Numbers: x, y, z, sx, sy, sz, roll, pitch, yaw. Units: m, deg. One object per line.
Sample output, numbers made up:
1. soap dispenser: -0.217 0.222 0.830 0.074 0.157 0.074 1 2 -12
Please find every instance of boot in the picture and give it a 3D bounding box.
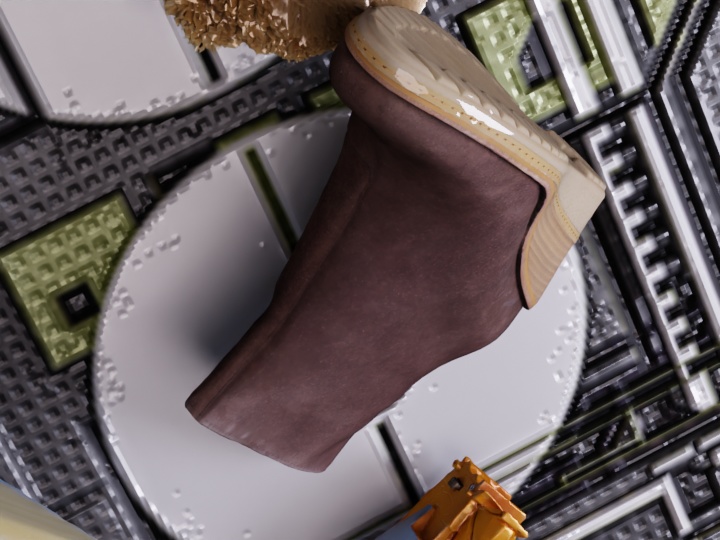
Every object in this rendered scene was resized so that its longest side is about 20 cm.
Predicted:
1. boot: 0.000 0.000 0.929 0.166 0.072 0.200 -44 152 7

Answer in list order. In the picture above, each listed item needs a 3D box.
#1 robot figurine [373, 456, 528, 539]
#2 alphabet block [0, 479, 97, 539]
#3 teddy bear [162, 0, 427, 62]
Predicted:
1. robot figurine: 0.013 0.180 1.050 0.145 0.058 0.200 39 96 -25
2. alphabet block: -0.226 0.135 0.855 0.200 0.195 0.197 25 85 -32
3. teddy bear: -0.032 -0.177 0.902 0.145 0.067 0.200 -30 110 -14
